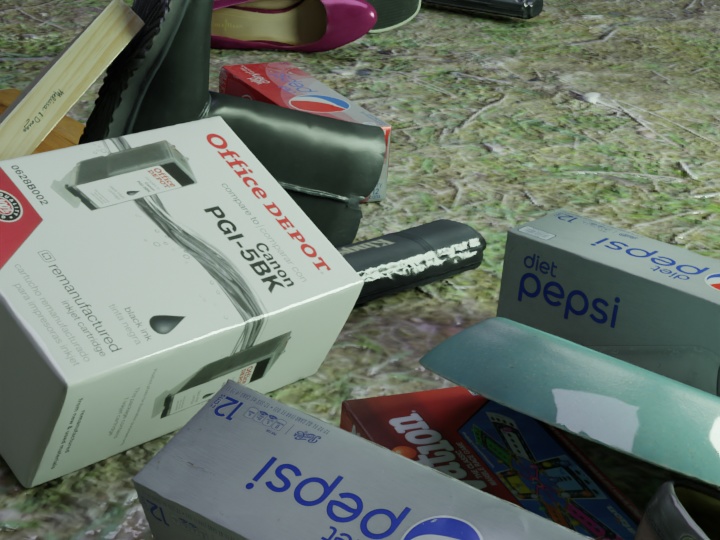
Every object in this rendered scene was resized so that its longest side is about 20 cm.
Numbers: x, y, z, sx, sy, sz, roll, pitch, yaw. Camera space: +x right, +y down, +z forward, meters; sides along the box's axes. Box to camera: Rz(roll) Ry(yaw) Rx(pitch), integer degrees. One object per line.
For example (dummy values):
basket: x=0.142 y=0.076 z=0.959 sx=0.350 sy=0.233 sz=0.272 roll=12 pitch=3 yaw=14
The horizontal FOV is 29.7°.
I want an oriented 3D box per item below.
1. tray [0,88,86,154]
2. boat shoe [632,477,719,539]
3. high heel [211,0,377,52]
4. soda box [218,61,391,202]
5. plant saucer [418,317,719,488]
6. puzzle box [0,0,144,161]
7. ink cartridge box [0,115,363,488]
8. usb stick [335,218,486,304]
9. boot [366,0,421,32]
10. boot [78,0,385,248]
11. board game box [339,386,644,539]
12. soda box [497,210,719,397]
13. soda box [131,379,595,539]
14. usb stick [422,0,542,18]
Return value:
tray: x=-0.269 y=-0.099 z=1.068 sx=0.098 sy=0.037 sz=0.200 roll=-15 pitch=28 yaw=-38
boat shoe: x=0.191 y=0.144 z=0.516 sx=0.200 sy=0.066 sz=0.072 roll=25 pitch=36 yaw=29
high heel: x=-0.086 y=-0.263 z=1.449 sx=0.199 sy=0.068 sz=0.096 roll=-4 pitch=9 yaw=20
soda box: x=-0.050 y=-0.116 z=1.114 sx=0.070 sy=0.064 sz=0.200 roll=-8 pitch=26 yaw=-27
plant saucer: x=0.126 y=0.062 z=0.647 sx=0.199 sy=0.036 sz=0.200 roll=21 pitch=0 yaw=0
puzzle box: x=-0.219 y=-0.071 z=0.819 sx=0.133 sy=0.025 sz=0.200 roll=-20 pitch=31 yaw=55
ink cartridge box: x=-0.120 y=0.006 z=0.718 sx=0.200 sy=0.083 sz=0.147 roll=-20 pitch=59 yaw=-44
usb stick: x=0.000 y=0.000 z=0.886 sx=0.199 sy=0.033 sz=0.055 roll=-16 pitch=31 yaw=-39
boot: x=-0.039 y=-0.329 z=1.620 sx=0.199 sy=0.073 sz=0.144 roll=-10 pitch=25 yaw=-22
boot: x=-0.066 y=-0.105 z=0.893 sx=0.199 sy=0.165 sz=0.066 roll=16 pitch=28 yaw=-28
board game box: x=0.072 y=0.110 z=0.655 sx=0.102 sy=0.020 sz=0.200 roll=-6 pitch=25 yaw=-21
soda box: x=0.178 y=0.029 z=0.784 sx=0.199 sy=0.069 sz=0.063 roll=22 pitch=27 yaw=35
soda box: x=0.006 y=0.118 z=0.545 sx=0.199 sy=0.064 sz=0.068 roll=19 pitch=48 yaw=31
usb stick: x=0.132 y=-0.351 z=1.728 sx=0.199 sy=0.033 sz=0.055 roll=15 pitch=24 yaw=23
